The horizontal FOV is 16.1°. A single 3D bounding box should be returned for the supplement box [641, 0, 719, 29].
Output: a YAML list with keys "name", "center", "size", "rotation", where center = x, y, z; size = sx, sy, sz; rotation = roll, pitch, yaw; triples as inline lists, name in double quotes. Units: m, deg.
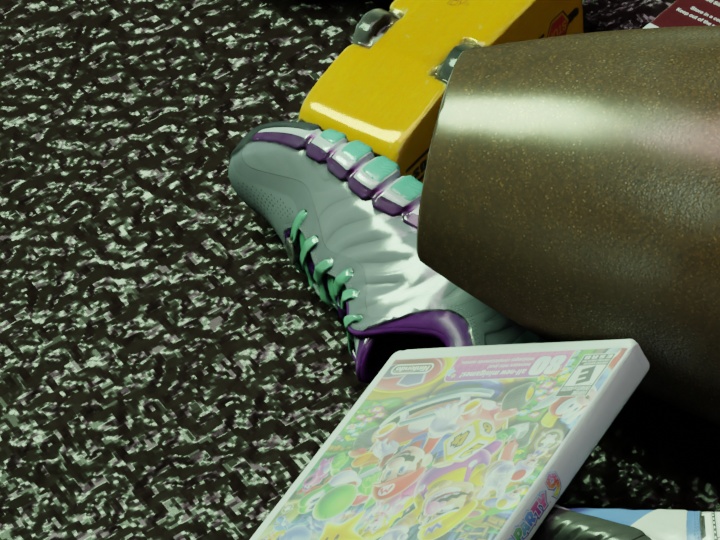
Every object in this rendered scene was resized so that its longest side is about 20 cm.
- name: "supplement box"
  center: [0.219, -0.115, 1.228]
  size: [0.061, 0.109, 0.200]
  rotation: [30, 57, 34]

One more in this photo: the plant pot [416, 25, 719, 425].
- name: "plant pot"
  center: [0.130, -0.028, 1.079]
  size: [0.198, 0.188, 0.188]
  rotation: [13, 48, 9]

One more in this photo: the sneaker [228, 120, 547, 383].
- name: "sneaker"
  center: [0.000, 0.000, 1.177]
  size: [0.199, 0.075, 0.088]
  rotation: [27, 60, 30]

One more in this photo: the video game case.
- name: "video game case"
  center: [0.014, 0.102, 1.022]
  size: [0.143, 0.018, 0.200]
  rotation: [-5, 37, 47]

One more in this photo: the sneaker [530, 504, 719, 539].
- name: "sneaker"
  center: [0.146, 0.130, 0.971]
  size: [0.199, 0.076, 0.077]
  rotation: [14, 28, 36]

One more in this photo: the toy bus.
- name: "toy bus"
  center: [0.054, -0.110, 1.271]
  size: [0.065, 0.079, 0.200]
  rotation: [24, 53, 30]
